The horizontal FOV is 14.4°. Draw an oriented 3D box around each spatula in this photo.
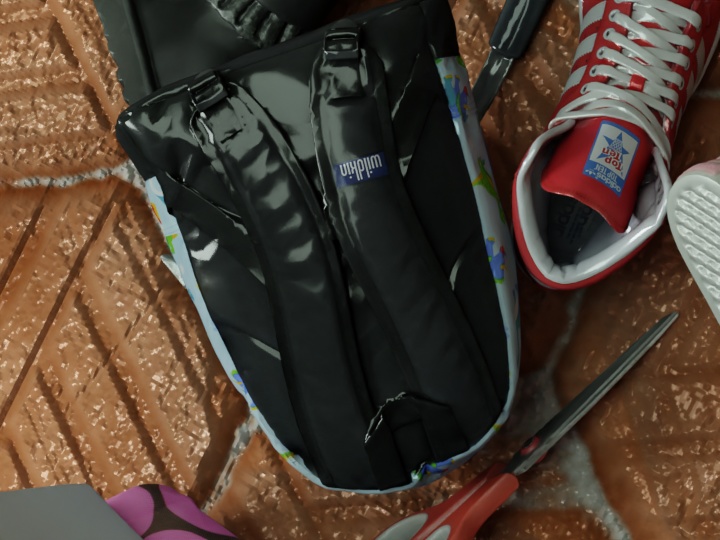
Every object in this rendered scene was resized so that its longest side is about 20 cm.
[{"bbox_3d":[0.060,-0.090,1.360,0.056,0.021,0.201,25,88,14],"label":"spatula"}]

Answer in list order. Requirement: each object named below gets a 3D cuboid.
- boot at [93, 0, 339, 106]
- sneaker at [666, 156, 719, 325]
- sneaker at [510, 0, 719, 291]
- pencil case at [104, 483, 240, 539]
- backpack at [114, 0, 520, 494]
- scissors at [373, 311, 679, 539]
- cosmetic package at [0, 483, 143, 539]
[{"bbox_3d":[-0.036,-0.111,1.376,0.157,0.079,0.212,-29,69,17],"label":"boot"},{"bbox_3d":[0.214,0.028,1.238,0.075,0.104,0.201,-13,104,55],"label":"sneaker"},{"bbox_3d":[0.118,-0.082,1.268,0.071,0.112,0.201,18,96,2],"label":"sneaker"},{"bbox_3d":[-0.049,0.186,1.320,0.200,0.091,0.094,37,114,24],"label":"pencil case"},{"bbox_3d":[0.000,0.000,1.284,0.163,0.154,0.201,-22,82,2],"label":"backpack"},{"bbox_3d":[0.072,0.093,1.300,0.200,0.073,0.014,-38,105,11],"label":"scissors"},{"bbox_3d":[-0.160,0.224,1.233,0.167,0.166,0.200,41,110,25],"label":"cosmetic package"}]
